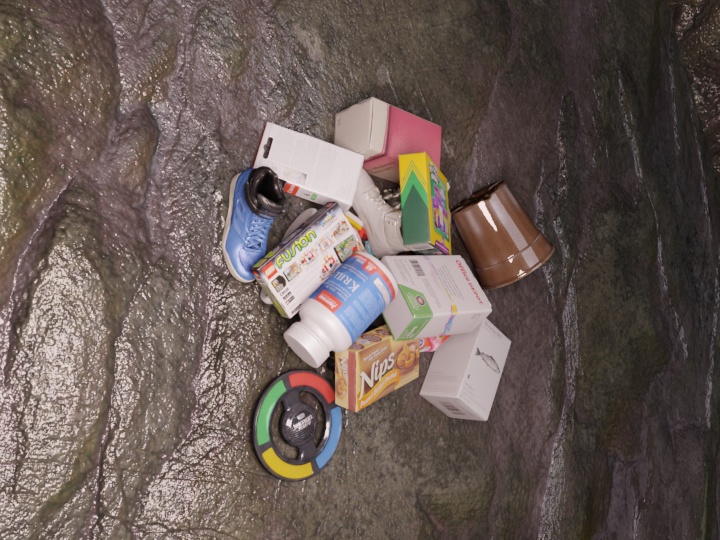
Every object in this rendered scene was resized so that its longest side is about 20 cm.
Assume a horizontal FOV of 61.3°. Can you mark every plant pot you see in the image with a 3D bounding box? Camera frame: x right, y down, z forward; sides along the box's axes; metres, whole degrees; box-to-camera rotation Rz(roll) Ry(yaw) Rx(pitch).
[{"bbox_3d":[0.323,-0.091,1.448,0.200,0.200,0.199,-41,103,-36],"label":"plant pot"}]

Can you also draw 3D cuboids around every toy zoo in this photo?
[{"bbox_3d":[0.003,-0.088,1.276,0.199,0.020,0.132,34,64,-32],"label":"toy zoo"}]

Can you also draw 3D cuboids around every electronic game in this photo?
[{"bbox_3d":[-0.113,0.284,1.120,0.199,0.041,0.202,6,81,-39],"label":"electronic game"}]

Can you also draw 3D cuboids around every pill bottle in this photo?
[{"bbox_3d":[-0.035,0.070,1.059,0.200,0.112,0.113,-46,113,-22],"label":"pill bottle"}]

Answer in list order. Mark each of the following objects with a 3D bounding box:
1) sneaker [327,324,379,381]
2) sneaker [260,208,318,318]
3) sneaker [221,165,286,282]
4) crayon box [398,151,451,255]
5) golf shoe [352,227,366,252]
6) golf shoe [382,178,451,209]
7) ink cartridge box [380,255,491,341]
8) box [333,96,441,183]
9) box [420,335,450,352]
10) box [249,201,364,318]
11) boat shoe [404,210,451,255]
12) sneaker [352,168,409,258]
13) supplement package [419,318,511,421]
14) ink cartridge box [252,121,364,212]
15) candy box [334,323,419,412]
[{"bbox_3d":[0.001,0.168,1.215,0.199,0.076,0.115,-3,108,-56],"label":"sneaker"},{"bbox_3d":[-0.103,-0.007,1.150,0.112,0.073,0.201,35,72,-33],"label":"sneaker"},{"bbox_3d":[-0.182,-0.083,1.061,0.076,0.111,0.202,10,79,-39],"label":"sneaker"},{"bbox_3d":[0.130,-0.121,1.206,0.200,0.058,0.174,20,66,-70],"label":"crayon box"},{"bbox_3d":[0.000,0.000,1.233,0.092,0.072,0.202,-35,118,-44],"label":"golf shoe"},{"bbox_3d":[0.130,-0.156,1.359,0.199,0.077,0.089,-21,101,-37],"label":"golf shoe"},{"bbox_3d":[0.135,0.049,1.186,0.199,0.084,0.146,-1,51,-34],"label":"ink cartridge box"},{"bbox_3d":[0.057,-0.265,1.274,0.199,0.127,0.110,10,79,-38],"label":"box"},{"bbox_3d":[0.159,0.089,1.326,0.200,0.095,0.100,-34,106,-45],"label":"box"},{"bbox_3d":[-0.090,-0.022,1.090,0.200,0.035,0.110,-43,115,-25],"label":"box"},{"bbox_3d":[0.147,-0.076,1.364,0.072,0.075,0.201,32,64,-31],"label":"boat shoe"},{"bbox_3d":[0.049,-0.127,1.232,0.073,0.115,0.201,-32,103,-36],"label":"sneaker"},{"bbox_3d":[0.239,0.220,1.376,0.117,0.117,0.201,39,61,-29],"label":"supplement package"},{"bbox_3d":[-0.101,-0.198,1.171,0.198,0.050,0.110,18,72,-12],"label":"ink cartridge box"},{"bbox_3d":[0.036,0.174,1.154,0.199,0.055,0.117,-16,112,-47],"label":"candy box"}]
